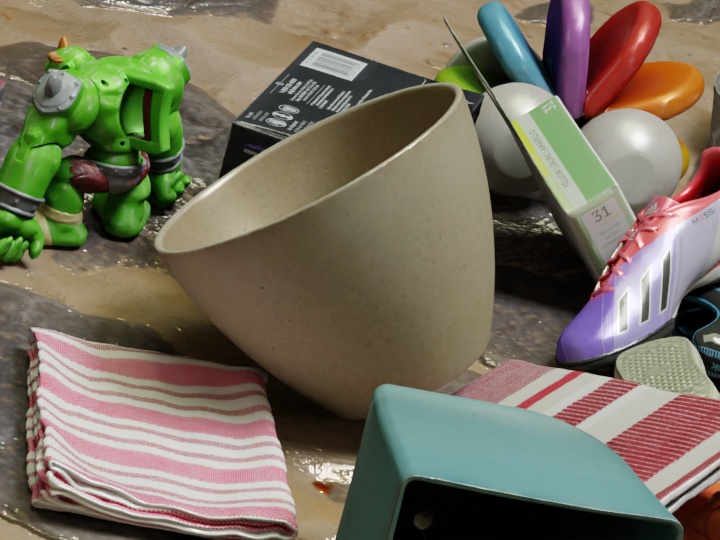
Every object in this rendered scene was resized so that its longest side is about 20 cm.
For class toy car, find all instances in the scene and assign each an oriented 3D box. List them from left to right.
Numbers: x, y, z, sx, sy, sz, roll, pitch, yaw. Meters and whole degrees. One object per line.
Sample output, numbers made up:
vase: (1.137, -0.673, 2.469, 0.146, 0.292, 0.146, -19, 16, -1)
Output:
toy car: (0.154, -0.136, 2.158, 0.199, 0.151, 0.175, 12, 21, -9)

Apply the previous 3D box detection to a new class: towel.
towel: (-0.111, 0.087, 1.640, 0.146, 0.030, 0.200, 12, 23, -13)
towel: (0.120, 0.098, 1.661, 0.199, 0.023, 0.144, 10, 29, 41)

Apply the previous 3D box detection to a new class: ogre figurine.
ogre figurine: (-0.163, -0.079, 1.866, 0.199, 0.120, 0.098, -4, 30, -40)

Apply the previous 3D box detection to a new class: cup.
cup: (0.000, 0.000, 1.726, 0.200, 0.144, 0.200, -26, 15, 7)

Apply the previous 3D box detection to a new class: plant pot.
plant pot: (0.056, 0.141, 1.500, 0.141, 0.142, 0.200, 11, 16, -13)

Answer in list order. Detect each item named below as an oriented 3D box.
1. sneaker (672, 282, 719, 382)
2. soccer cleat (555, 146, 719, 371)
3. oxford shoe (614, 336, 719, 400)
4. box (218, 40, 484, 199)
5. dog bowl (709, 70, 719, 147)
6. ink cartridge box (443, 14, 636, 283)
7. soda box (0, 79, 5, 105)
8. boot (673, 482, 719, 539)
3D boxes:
sneaker: (0.246, 0.018, 1.976, 0.081, 0.074, 0.200, 8, 21, -6)
soccer cleat: (0.187, -0.005, 1.915, 0.200, 0.073, 0.068, -37, 25, -33)
oxford shoe: (0.181, 0.093, 1.759, 0.075, 0.058, 0.200, -13, 13, 9)
box: (-0.012, -0.055, 1.919, 0.132, 0.115, 0.200, 18, 22, 8)
dog bowl: (0.365, -0.097, 2.333, 0.199, 0.059, 0.200, 14, 22, -6)
ink cartridge box: (0.133, -0.077, 1.991, 0.048, 0.200, 0.146, -29, 31, 1)
soda box: (-0.281, -0.067, 1.822, 0.063, 0.070, 0.200, 19, 23, 4)
boot: (0.220, 0.142, 1.633, 0.075, 0.108, 0.200, 1, 21, -22)
